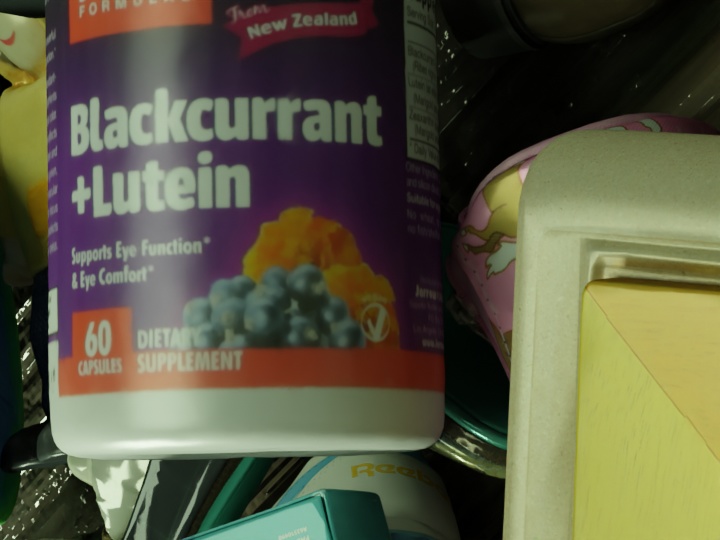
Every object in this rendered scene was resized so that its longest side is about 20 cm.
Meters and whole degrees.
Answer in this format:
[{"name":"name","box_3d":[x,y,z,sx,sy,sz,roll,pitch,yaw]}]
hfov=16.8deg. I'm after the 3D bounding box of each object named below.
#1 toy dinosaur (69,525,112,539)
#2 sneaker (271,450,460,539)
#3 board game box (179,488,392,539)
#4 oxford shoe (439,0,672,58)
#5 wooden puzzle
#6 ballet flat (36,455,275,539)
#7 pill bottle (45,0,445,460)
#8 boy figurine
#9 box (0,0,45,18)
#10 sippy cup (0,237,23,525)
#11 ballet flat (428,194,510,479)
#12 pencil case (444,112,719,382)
[{"name":"toy dinosaur","box_3d":[-0.125,0.146,0.930,0.199,0.047,0.089,-27,57,45]},{"name":"sneaker","box_3d":[-0.024,0.143,0.799,0.201,0.076,0.081,-58,20,24]},{"name":"board game box","box_3d":[-0.041,0.182,0.700,0.150,0.047,0.201,-20,77,19]},{"name":"oxford shoe","box_3d":[0.066,-0.166,0.707,0.084,0.073,0.202,-5,91,32]},{"name":"wooden puzzle","box_3d":[0.110,0.070,0.577,0.184,0.037,0.202,6,91,34]},{"name":"ballet flat","box_3d":[-0.077,0.094,0.823,0.073,0.073,0.201,29,98,42]},{"name":"pill bottle","box_3d":[-0.033,-0.049,0.686,0.111,0.111,0.202,-8,82,47]},{"name":"boy figurine","box_3d":[-0.104,-0.032,0.885,0.124,0.064,0.202,-13,84,59]},{"name":"box","box_3d":[-0.068,-0.190,0.800,0.140,0.079,0.202,-1,90,25]},{"name":"sippy cup","box_3d":[-0.200,0.033,0.895,0.129,0.178,0.141,-6,86,3]},{"name":"ballet flat","box_3d":[0.000,0.000,0.777,0.201,0.072,0.072,53,127,26]},{"name":"pencil case","box_3d":[0.094,0.059,0.664,0.086,0.082,0.201,-39,64,39]}]
